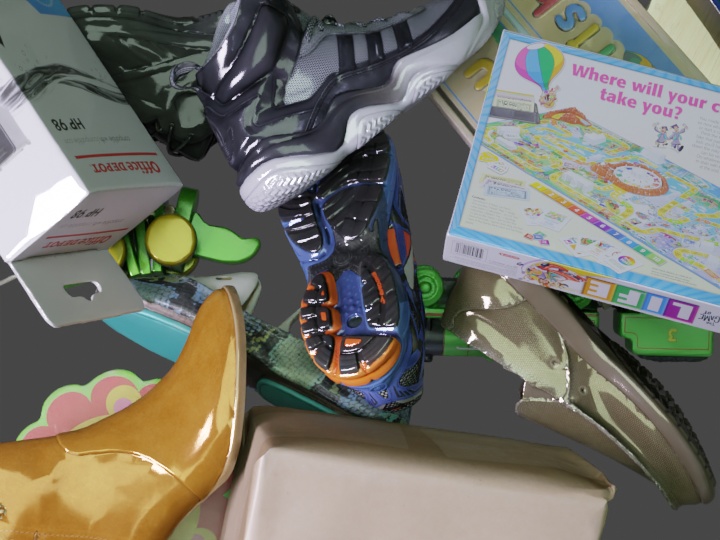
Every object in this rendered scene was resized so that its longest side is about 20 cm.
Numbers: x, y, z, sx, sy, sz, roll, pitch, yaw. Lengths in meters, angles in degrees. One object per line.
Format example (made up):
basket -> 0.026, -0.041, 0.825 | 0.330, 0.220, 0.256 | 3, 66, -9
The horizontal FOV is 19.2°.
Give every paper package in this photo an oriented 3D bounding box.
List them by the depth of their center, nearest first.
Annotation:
paper package -> 0.020, 0.185, 1.184 | 0.198, 0.103, 0.193 | 9, 98, -10

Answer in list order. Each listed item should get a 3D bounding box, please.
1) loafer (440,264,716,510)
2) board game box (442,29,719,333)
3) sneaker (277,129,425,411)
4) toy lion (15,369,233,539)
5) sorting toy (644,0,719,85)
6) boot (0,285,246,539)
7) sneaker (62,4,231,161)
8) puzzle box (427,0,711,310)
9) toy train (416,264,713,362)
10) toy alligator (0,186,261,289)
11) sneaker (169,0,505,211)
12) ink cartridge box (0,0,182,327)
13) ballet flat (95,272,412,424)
loafer -> 0.123, 0.067, 1.223 | 0.067, 0.076, 0.200 | -43, 90, 10
board game box -> 0.158, -0.046, 1.185 | 0.198, 0.034, 0.135 | 15, 66, 4
sneaker -> 0.000, 0.000, 1.227 | 0.075, 0.079, 0.201 | -16, 47, 16
toy lion -> -0.150, 0.167, 1.241 | 0.190, 0.069, 0.202 | -21, 85, -10
sorting toy -> 0.294, -0.183, 1.274 | 0.198, 0.070, 0.201 | 27, 84, 2
boot -> -0.142, 0.101, 1.175 | 0.143, 0.071, 0.203 | 8, 95, -13
sneaker -> -0.121, -0.110, 1.262 | 0.198, 0.076, 0.092 | 0, 88, 1
puzzle box -> 0.132, -0.094, 1.258 | 0.133, 0.025, 0.200 | -39, 72, 0
toy train -> 0.116, 0.027, 1.266 | 0.198, 0.042, 0.057 | 1, 94, -1
toy alligator -> -0.159, -0.018, 1.256 | 0.198, 0.059, 0.055 | -9, 81, -2
sneaker -> -0.014, -0.131, 1.214 | 0.200, 0.075, 0.114 | -39, 93, -19
ink cartridge box -> -0.174, -0.073, 1.171 | 0.067, 0.116, 0.201 | -38, 80, 20
ballet flat -> -0.058, 0.041, 1.254 | 0.199, 0.074, 0.075 | 28, 84, -2
